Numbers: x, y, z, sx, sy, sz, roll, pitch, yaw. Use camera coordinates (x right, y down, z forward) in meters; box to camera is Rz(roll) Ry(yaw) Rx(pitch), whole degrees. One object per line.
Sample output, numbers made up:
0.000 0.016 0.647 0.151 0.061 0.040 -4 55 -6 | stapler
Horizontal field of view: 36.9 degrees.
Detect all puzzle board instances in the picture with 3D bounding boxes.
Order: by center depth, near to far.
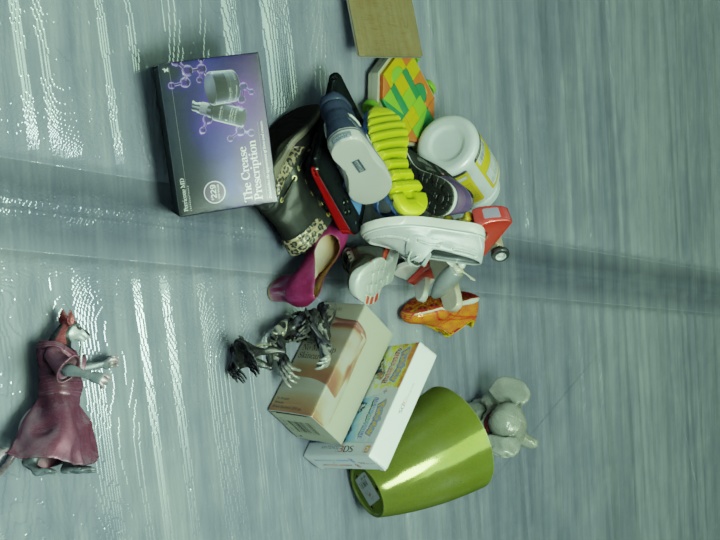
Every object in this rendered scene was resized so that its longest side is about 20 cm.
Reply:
0.028 -0.447 1.767 0.149 0.017 0.203 -9 87 -43 | puzzle board

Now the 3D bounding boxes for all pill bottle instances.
0.179 -0.180 1.883 0.200 0.110 0.114 41 60 -61 | pill bottle

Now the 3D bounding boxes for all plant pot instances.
0.086 0.319 1.785 0.198 0.186 0.190 -24 110 -29 | plant pot

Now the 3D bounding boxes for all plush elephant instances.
0.251 0.286 1.963 0.200 0.153 0.166 45 59 -40 | plush elephant

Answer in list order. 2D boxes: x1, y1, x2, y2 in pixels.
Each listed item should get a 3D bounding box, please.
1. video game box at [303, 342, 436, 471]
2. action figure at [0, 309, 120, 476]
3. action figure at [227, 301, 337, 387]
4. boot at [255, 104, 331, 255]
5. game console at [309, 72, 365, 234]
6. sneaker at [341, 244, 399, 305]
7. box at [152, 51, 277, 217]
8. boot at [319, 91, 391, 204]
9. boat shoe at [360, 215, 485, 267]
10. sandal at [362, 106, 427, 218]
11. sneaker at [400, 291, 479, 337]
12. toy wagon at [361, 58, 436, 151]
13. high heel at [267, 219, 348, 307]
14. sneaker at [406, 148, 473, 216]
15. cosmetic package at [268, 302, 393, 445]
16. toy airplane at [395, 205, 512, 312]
0.013 0.211 1.672 0.047 0.181 0.202 40 61 -26 | video game box
-0.372 0.149 1.325 0.146 0.134 0.203 -4 79 -6 | action figure
-0.099 0.116 1.597 0.198 0.119 0.103 -20 76 -39 | action figure
-0.092 -0.137 1.625 0.151 0.072 0.201 59 45 -36 | boot
-0.025 -0.176 1.666 0.178 0.031 0.202 65 28 -50 | game console
0.000 0.000 1.699 0.200 0.081 0.078 -29 135 -72 | sneaker
-0.196 -0.184 1.459 0.139 0.079 0.203 -10 100 -13 | box
-0.007 -0.181 1.601 0.200 0.072 0.091 63 10 -62 | boot
0.098 -0.040 1.679 0.197 0.072 0.070 5 72 -14 | boat shoe
0.040 -0.164 1.716 0.078 0.087 0.203 -1 68 -30 | sandal
0.146 0.083 1.904 0.198 0.072 0.078 -2 103 -46 | sneaker
0.080 -0.276 1.839 0.156 0.039 0.201 -56 129 -31 | toy wagon
-0.053 -0.016 1.654 0.200 0.095 0.068 -42 121 -39 | high heel
0.101 -0.147 1.768 0.087 0.200 0.076 1 124 -50 | sneaker
-0.044 0.156 1.666 0.087 0.102 0.202 48 56 -36 | cosmetic package
0.134 -0.042 1.795 0.141 0.199 0.201 41 75 -44 | toy airplane
